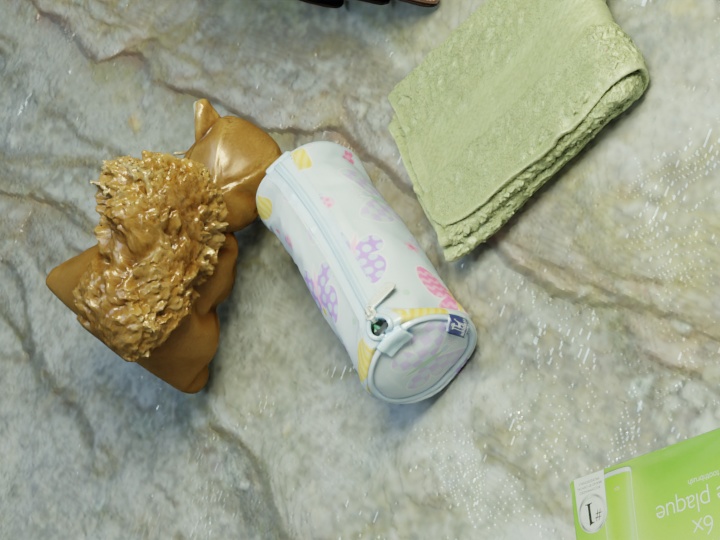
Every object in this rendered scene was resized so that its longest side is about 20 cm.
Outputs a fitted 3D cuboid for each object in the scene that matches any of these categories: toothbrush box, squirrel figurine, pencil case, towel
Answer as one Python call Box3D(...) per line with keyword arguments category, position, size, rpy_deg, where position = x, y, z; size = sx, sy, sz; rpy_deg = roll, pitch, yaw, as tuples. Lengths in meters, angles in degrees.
Box3D(category="toothbrush box", position=(0.207, 0.199, 1.326), size=(0.145, 0.086, 0.201), rpy_deg=(-24, 62, 41))
Box3D(category="squirrel figurine", position=(-0.125, -0.026, 1.688), size=(0.141, 0.200, 0.187), rpy_deg=(38, 90, 5))
Box3D(category="pencil case", position=(0.000, 0.000, 1.607), size=(0.083, 0.090, 0.200), rpy_deg=(-52, 45, 22))
Box3D(category="towel", position=(0.100, -0.115, 1.577), size=(0.200, 0.036, 0.149), rpy_deg=(-45, 49, 29))

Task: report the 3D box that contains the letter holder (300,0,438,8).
Box3D(category="letter holder", position=(-0.052, -0.240, 1.657), size=(0.100, 0.199, 0.143), rpy_deg=(-33, 56, 36))
